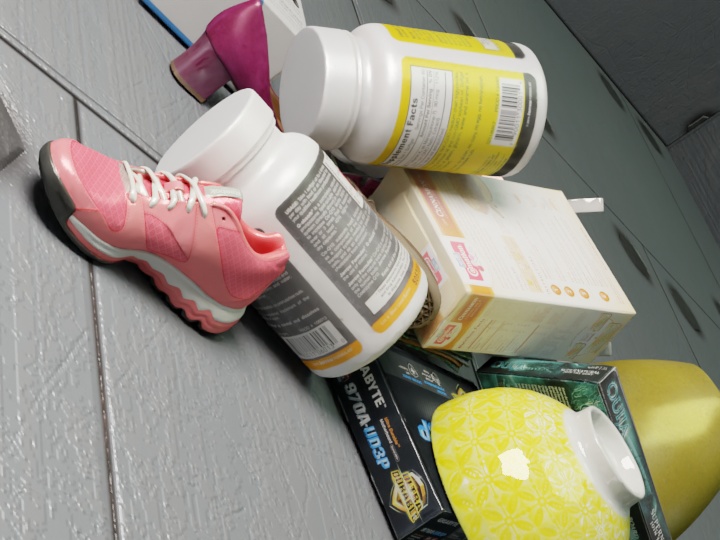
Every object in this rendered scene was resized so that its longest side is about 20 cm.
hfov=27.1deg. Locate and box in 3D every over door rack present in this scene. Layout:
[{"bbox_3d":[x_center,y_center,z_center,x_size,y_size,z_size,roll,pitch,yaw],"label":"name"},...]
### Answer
[{"bbox_3d":[0.191,0.018,1.448,0.200,0.066,0.149,110,-22,-82],"label":"over door rack"}]

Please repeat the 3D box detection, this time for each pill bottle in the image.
[{"bbox_3d":[0.042,-0.141,1.223,0.198,0.115,0.115,4,45,-25],"label":"pill bottle"},{"bbox_3d":[-0.051,-0.027,1.091,0.200,0.116,0.117,50,19,-20],"label":"pill bottle"}]

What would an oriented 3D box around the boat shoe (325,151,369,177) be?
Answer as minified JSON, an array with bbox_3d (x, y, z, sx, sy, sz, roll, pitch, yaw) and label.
[{"bbox_3d":[0.043,-0.073,1.473,0.200,0.073,0.075,47,20,-25],"label":"boat shoe"}]

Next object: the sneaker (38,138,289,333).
[{"bbox_3d":[-0.124,-0.039,0.974,0.200,0.087,0.074,38,24,-43],"label":"sneaker"}]

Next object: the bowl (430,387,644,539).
[{"bbox_3d":[0.153,0.164,1.149,0.200,0.107,0.201,49,20,-24],"label":"bowl"}]

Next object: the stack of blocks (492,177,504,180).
[{"bbox_3d":[0.123,-0.068,1.590,0.116,0.058,0.200,56,-1,14],"label":"stack of blocks"}]

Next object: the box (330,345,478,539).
[{"bbox_3d":[0.063,0.147,1.193,0.200,0.046,0.160,29,32,-55],"label":"box"}]

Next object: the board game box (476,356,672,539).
[{"bbox_3d":[0.184,0.168,1.259,0.028,0.135,0.201,-37,115,-36],"label":"board game box"}]

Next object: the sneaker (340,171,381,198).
[{"bbox_3d":[0.027,-0.037,1.381,0.199,0.074,0.087,24,4,-31],"label":"sneaker"}]

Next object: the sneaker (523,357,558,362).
[{"bbox_3d":[0.162,0.178,1.361,0.080,0.088,0.201,17,-49,58],"label":"sneaker"}]

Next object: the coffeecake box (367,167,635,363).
[{"bbox_3d":[0.117,-0.006,1.288,0.199,0.073,0.154,8,43,-37],"label":"coffeecake box"}]

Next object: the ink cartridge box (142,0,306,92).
[{"bbox_3d":[-0.128,-0.275,1.368,0.145,0.084,0.201,43,22,-35],"label":"ink cartridge box"}]

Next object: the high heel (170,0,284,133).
[{"bbox_3d":[-0.068,-0.153,1.294,0.200,0.096,0.068,34,28,-49],"label":"high heel"}]

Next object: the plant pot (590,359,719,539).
[{"bbox_3d":[0.278,0.164,1.437,0.201,0.141,0.200,63,-7,15],"label":"plant pot"}]

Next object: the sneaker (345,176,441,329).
[{"bbox_3d":[-0.005,-0.040,1.203,0.200,0.071,0.076,42,31,3],"label":"sneaker"}]

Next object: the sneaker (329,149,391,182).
[{"bbox_3d":[-0.010,-0.140,1.351,0.071,0.073,0.200,30,6,-31],"label":"sneaker"}]

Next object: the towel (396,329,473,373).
[{"bbox_3d":[0.000,0.000,1.254,0.199,0.022,0.147,25,32,-29],"label":"towel"}]
